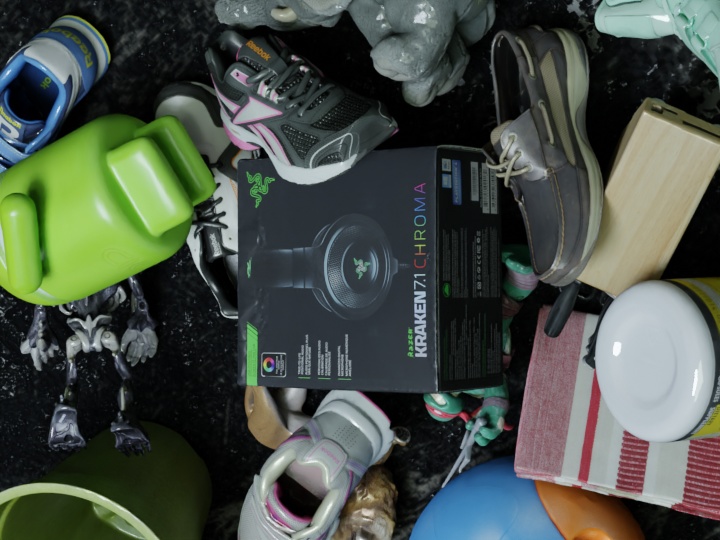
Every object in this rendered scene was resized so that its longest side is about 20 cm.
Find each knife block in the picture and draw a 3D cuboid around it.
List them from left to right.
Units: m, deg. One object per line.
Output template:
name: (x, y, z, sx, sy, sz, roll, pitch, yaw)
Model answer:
knife block: (0.191, -0.018, 1.138, 0.064, 0.200, 0.177, 22, 85, 3)

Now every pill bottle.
pill bottle: (0.274, 0.060, 1.132, 0.199, 0.112, 0.113, -2, 120, -34)

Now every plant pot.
plant pot: (-0.207, 0.222, 1.316, 0.198, 0.190, 0.202, 5, 112, 12)

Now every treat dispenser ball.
treat dispenser ball: (0.131, 0.247, 1.237, 0.199, 0.201, 0.203, 5, 112, 12)

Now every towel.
towel: (0.223, 0.109, 1.205, 0.198, 0.145, 0.023, 12, 153, 4)

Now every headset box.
headset box: (0.000, 0.000, 1.174, 0.199, 0.092, 0.176, 0, 89, 37)

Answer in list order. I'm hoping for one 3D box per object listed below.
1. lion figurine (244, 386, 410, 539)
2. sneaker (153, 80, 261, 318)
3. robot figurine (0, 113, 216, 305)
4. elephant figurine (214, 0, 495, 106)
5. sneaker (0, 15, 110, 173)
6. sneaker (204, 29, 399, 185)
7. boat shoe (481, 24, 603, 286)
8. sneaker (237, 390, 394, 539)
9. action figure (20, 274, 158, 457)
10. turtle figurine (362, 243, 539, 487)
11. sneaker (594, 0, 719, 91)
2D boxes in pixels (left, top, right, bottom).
lion figurine: (-0.037, 0.147, 1.319, 0.200, 0.072, 0.123, 46, 135, 9)
sneaker: (-0.110, -0.054, 1.246, 0.073, 0.080, 0.201, -19, 104, 22)
robot figurine: (-0.209, -0.044, 1.197, 0.199, 0.176, 0.116, -23, 108, 30)
elephant figurine: (-0.006, -0.218, 1.136, 0.199, 0.142, 0.156, 34, 87, 16)
sneaker: (-0.277, -0.113, 1.260, 0.074, 0.082, 0.201, 33, 117, -2)
sneaker: (-0.058, -0.125, 1.139, 0.199, 0.080, 0.087, 19, 144, 50)
boat shoe: (0.122, -0.084, 1.125, 0.073, 0.202, 0.075, 8, 153, -21)
sneaker: (-0.054, 0.179, 1.241, 0.081, 0.088, 0.201, 37, 127, 11)
action figure: (-0.222, 0.053, 1.294, 0.118, 0.202, 0.102, -1, 152, -12)
turtle figurine: (0.075, 0.057, 1.232, 0.149, 0.100, 0.201, 32, 116, 26)
sneaker: (0.223, -0.156, 1.077, 0.117, 0.202, 0.074, -17, 140, 25)
